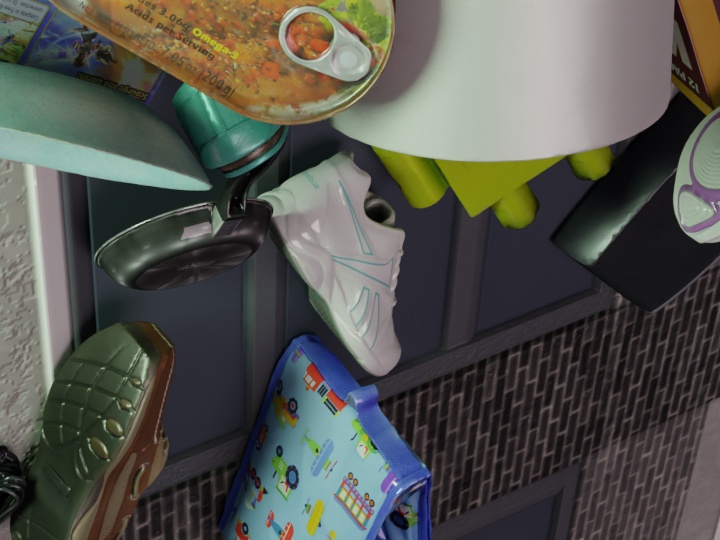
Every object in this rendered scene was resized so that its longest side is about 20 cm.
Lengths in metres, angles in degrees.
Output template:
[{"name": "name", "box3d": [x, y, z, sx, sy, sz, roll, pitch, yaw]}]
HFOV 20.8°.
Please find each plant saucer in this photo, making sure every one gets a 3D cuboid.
[{"name": "plant saucer", "box3d": [-0.171, -0.080, 1.014, 0.200, 0.200, 0.039, 14, 85, -46]}]

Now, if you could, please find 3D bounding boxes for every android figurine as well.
[{"name": "android figurine", "box3d": [0.092, -0.113, 1.269, 0.181, 0.041, 0.200, -34, 134, 5]}]

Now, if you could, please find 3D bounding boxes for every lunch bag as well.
[{"name": "lunch bag", "box3d": [-0.019, 0.154, 1.376, 0.093, 0.151, 0.201, -15, 137, -28]}]

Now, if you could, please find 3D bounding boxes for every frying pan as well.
[{"name": "frying pan", "box3d": [-0.078, -0.029, 1.177, 0.189, 0.031, 0.114, -26, 165, 34]}]

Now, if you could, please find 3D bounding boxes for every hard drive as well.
[{"name": "hard drive", "box3d": [0.249, -0.061, 1.466, 0.200, 0.042, 0.135, -47, 137, 10]}]

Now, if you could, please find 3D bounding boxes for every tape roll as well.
[{"name": "tape roll", "box3d": [0.071, -0.160, 1.059, 0.201, 0.202, 0.140, -16, 120, -27]}]

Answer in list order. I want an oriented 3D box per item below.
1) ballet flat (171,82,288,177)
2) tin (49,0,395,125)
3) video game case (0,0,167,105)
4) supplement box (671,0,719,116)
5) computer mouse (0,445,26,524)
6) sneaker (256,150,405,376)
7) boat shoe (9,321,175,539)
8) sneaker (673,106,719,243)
[{"name": "ballet flat", "box3d": [-0.063, -0.112, 1.093, 0.067, 0.200, 0.071, -26, 104, 12]}, {"name": "tin", "box3d": [-0.074, -0.151, 0.959, 0.199, 0.042, 0.112, 30, 123, -12]}, {"name": "video game case", "box3d": [-0.150, -0.185, 1.012, 0.199, 0.046, 0.182, 14, 117, -46]}, {"name": "supplement box", "box3d": [0.240, -0.239, 1.209, 0.199, 0.133, 0.198, -37, 143, -3]}, {"name": "computer mouse", "box3d": [-0.300, 0.164, 1.237, 0.199, 0.046, 0.141, 14, 120, -46]}, {"name": "sneaker", "box3d": [0.000, 0.000, 1.305, 0.080, 0.070, 0.201, -37, 142, -7]}, {"name": "boat shoe", "box3d": [-0.166, 0.114, 1.287, 0.073, 0.076, 0.201, -8, 137, -46]}, {"name": "sneaker", "box3d": [0.277, -0.092, 1.217, 0.099, 0.075, 0.201, 17, 116, -48]}]
